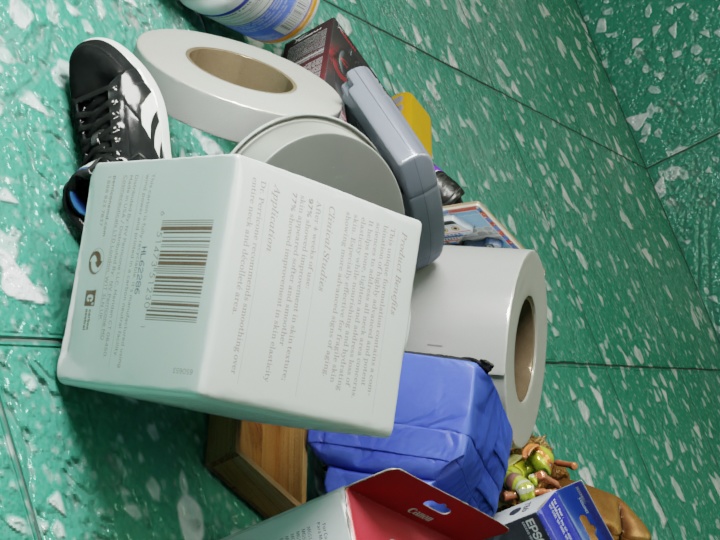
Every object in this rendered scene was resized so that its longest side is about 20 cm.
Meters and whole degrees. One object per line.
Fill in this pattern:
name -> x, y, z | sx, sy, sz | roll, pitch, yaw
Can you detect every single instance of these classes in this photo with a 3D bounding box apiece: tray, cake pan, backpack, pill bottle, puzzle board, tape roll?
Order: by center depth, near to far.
cake pan -> -0.041, -0.033, 1.235 | 0.201, 0.201, 0.037 | 50, -18, -30
tray -> -0.087, 0.110, 1.243 | 0.099, 0.037, 0.201 | 48, 28, -35
backpack -> 0.045, 0.170, 1.306 | 0.200, 0.161, 0.169 | 53, 52, -62
tape roll -> -0.114, -0.168, 1.320 | 0.201, 0.037, 0.203 | 17, 22, -7
tape roll -> 0.106, 0.076, 1.477 | 0.202, 0.138, 0.205 | 3, 90, -71
pill bottle -> -0.132, -0.312, 1.492 | 0.200, 0.111, 0.113 | 14, 54, -62
puzzle board -> 0.079, -0.018, 1.549 | 0.151, 0.198, 0.018 | 40, 53, -44

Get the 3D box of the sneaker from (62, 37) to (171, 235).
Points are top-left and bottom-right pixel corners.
sneaker -> -0.203, -0.100, 1.156 | 0.112, 0.073, 0.202 | -6, 73, -68

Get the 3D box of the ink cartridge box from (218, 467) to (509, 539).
ink cartridge box -> 0.011, 0.245, 1.131 | 0.200, 0.175, 0.085 | 34, 36, -50

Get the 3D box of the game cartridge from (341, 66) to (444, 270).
game cartridge -> 0.033, -0.087, 1.358 | 0.201, 0.041, 0.134 | 79, -15, -62

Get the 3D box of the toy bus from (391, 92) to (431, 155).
toy bus -> 0.042, -0.123, 1.722 | 0.065, 0.078, 0.201 | 49, 27, -32

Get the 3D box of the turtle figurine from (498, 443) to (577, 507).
turtle figurine -> 0.133, 0.219, 1.427 | 0.065, 0.161, 0.200 | 55, 5, 7

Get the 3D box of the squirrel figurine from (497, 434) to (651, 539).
squirrel figurine -> 0.200, 0.284, 1.612 | 0.186, 0.142, 0.201 | 6, 46, -53

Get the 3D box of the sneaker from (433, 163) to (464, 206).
sneaker -> 0.081, -0.035, 1.600 | 0.070, 0.099, 0.201 | -47, 154, -30

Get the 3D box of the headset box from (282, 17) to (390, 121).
headset box -> -0.026, -0.166, 1.619 | 0.149, 0.075, 0.201 | 52, 26, -29

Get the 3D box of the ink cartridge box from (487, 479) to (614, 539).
ink cartridge box -> 0.141, 0.279, 1.352 | 0.100, 0.199, 0.039 | 59, 22, -6

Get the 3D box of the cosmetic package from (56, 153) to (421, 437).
cosmetic package -> -0.086, 0.023, 1.057 | 0.199, 0.165, 0.169 | 19, 76, -45
